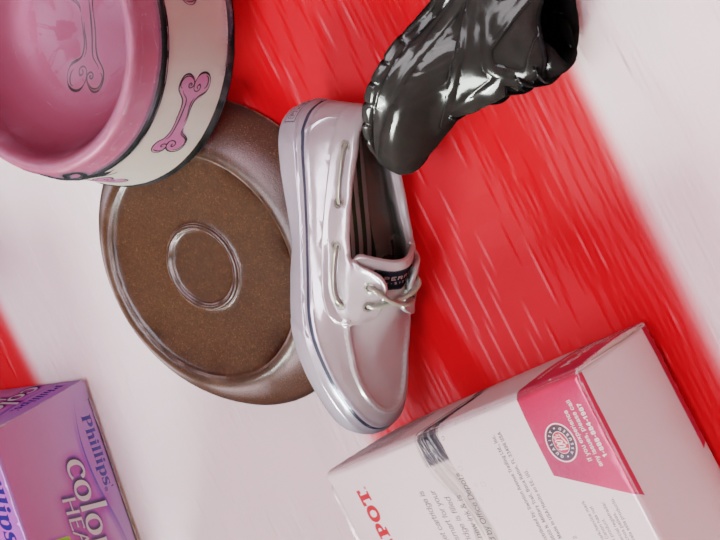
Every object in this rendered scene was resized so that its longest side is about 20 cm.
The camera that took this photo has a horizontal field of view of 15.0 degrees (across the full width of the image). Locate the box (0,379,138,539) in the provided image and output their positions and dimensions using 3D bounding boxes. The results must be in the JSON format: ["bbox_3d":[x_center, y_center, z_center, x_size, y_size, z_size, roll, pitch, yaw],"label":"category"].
[{"bbox_3d":[-0.257,0.179,1.837,0.200,0.097,0.176,-8,104,38],"label":"box"}]

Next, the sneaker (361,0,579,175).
[{"bbox_3d":[0.067,-0.119,1.486,0.091,0.076,0.200,36,130,8],"label":"sneaker"}]

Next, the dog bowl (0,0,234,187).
[{"bbox_3d":[-0.172,-0.144,1.629,0.200,0.074,0.201,9,105,36],"label":"dog bowl"}]

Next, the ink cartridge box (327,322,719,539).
[{"bbox_3d":[0.101,0.136,1.559,0.200,0.084,0.145,-26,93,40],"label":"ink cartridge box"}]

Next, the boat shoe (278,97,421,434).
[{"bbox_3d":[0.000,0.000,1.579,0.067,0.073,0.201,0,108,46],"label":"boat shoe"}]

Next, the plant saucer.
[{"bbox_3d":[-0.089,-0.006,1.675,0.200,0.032,0.201,15,117,32],"label":"plant saucer"}]
